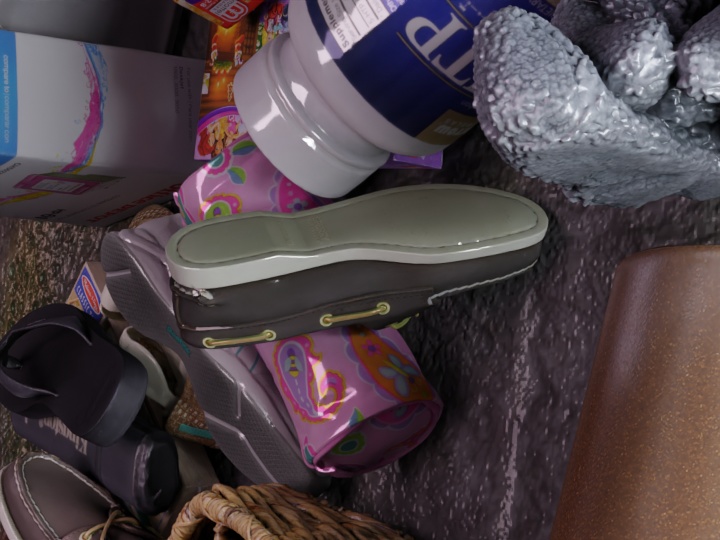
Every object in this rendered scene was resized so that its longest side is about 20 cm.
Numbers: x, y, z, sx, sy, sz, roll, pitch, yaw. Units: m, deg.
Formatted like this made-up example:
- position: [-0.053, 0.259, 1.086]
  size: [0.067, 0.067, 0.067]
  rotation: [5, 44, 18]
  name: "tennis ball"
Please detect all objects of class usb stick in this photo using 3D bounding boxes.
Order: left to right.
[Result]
- position: [-0.169, 0.103, 1.503]
  size: [0.200, 0.033, 0.056]
  rotation: [21, 115, 56]
  name: "usb stick"

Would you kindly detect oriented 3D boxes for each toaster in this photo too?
- position: [-0.216, -0.218, 1.574]
  size: [0.181, 0.200, 0.119]
  rotation: [21, 102, 44]
  name: "toaster"

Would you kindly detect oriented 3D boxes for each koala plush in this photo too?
- position: [0.137, -0.144, 1.098]
  size: [0.177, 0.184, 0.200]
  rotation: [-16, 73, 14]
  name: "koala plush"

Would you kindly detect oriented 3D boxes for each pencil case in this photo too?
- position: [-0.032, 0.017, 1.339]
  size: [0.087, 0.087, 0.200]
  rotation: [-47, 62, 36]
  name: "pencil case"

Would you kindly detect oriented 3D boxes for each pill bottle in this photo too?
- position: [0.033, -0.130, 1.253]
  size: [0.200, 0.120, 0.120]
  rotation: [-39, 54, 27]
  name: "pill bottle"

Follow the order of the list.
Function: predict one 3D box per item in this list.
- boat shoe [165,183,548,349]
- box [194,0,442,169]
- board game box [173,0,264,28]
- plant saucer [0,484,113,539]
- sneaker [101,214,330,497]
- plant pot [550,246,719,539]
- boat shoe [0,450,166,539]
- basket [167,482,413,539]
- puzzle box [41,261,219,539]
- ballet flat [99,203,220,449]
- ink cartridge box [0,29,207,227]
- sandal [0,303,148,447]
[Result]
- position: [0.000, 0.000, 1.269]
  size: [0.072, 0.201, 0.061]
  rotation: [-103, 8, -59]
  name: "boat shoe"
- position: [-0.021, -0.129, 1.414]
  size: [0.200, 0.039, 0.137]
  rotation: [3, 86, 52]
  name: "box"
- position: [-0.033, -0.257, 1.408]
  size: [0.200, 0.046, 0.152]
  rotation: [-34, 45, 35]
  name: "board game box"
- position: [-0.195, 0.226, 1.544]
  size: [0.200, 0.034, 0.200]
  rotation: [1, 91, 60]
  name: "plant saucer"
- position: [-0.068, 0.043, 1.403]
  size: [0.200, 0.080, 0.070]
  rotation: [54, 148, 18]
  name: "sneaker"
- position: [0.169, 0.103, 1.007]
  size: [0.200, 0.200, 0.198]
  rotation: [-3, 72, 52]
  name: "plant pot"
- position: [-0.141, 0.179, 1.433]
  size: [0.200, 0.072, 0.060]
  rotation: [49, 139, 13]
  name: "boat shoe"
- position: [-0.072, 0.220, 1.291]
  size: [0.143, 0.149, 0.200]
  rotation: [21, 101, 25]
  name: "basket"
- position: [-0.158, 0.109, 1.543]
  size: [0.133, 0.025, 0.200]
  rotation: [-61, 42, 33]
  name: "puzzle box"
- position: [-0.124, 0.029, 1.493]
  size: [0.200, 0.065, 0.071]
  rotation: [59, 134, 41]
  name: "ballet flat"
- position: [-0.207, -0.088, 1.517]
  size: [0.144, 0.200, 0.085]
  rotation: [-18, 73, 50]
  name: "ink cartridge box"
- position: [-0.187, 0.056, 1.476]
  size: [0.200, 0.043, 0.076]
  rotation: [10, 73, 62]
  name: "sandal"
